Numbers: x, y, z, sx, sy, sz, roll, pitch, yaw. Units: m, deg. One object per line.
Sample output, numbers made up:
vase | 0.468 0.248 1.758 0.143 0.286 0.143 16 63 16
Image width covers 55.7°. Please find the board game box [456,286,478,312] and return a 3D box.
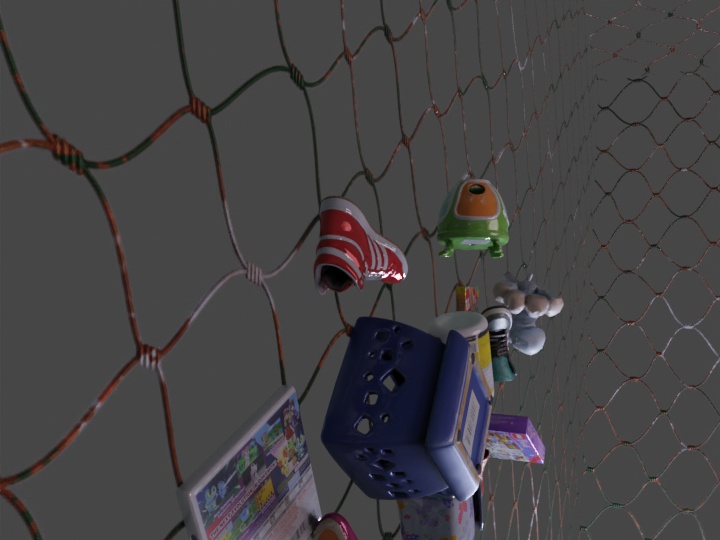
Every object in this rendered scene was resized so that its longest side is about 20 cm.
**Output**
board game box | 0.223 0.136 1.421 0.095 0.029 0.207 4 88 -64

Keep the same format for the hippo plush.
hippo plush | 0.384 0.113 1.666 0.200 0.155 0.165 -128 -135 -64

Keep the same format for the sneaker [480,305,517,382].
sneaker | 0.286 0.171 1.436 0.202 0.081 0.123 79 5 -55

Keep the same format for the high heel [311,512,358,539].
high heel | -0.008 0.351 0.882 0.096 0.066 0.204 -48 139 -41

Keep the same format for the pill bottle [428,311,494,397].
pill bottle | 0.187 0.187 1.250 0.112 0.109 0.206 -34 120 -59

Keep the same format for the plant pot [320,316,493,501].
plant pot | 0.079 0.201 0.958 0.202 0.175 0.204 61 38 -45

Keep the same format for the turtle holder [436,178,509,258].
turtle holder | 0.216 -0.094 1.285 0.184 0.137 0.136 11 79 -62

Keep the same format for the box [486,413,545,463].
box | 0.316 0.364 1.482 0.201 0.133 0.040 54 44 -50

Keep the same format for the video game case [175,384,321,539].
video game case | -0.111 0.257 0.743 0.200 0.022 0.187 -40 125 -56

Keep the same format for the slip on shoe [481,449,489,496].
slip on shoe | 0.235 0.388 1.400 0.074 0.060 0.205 -47 131 -56

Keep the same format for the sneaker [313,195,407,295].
sneaker | 0.000 0.000 0.919 0.200 0.070 0.115 41 49 -47

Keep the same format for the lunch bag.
lunch bag | 0.140 0.379 1.142 0.200 0.124 0.175 -46 132 -63
